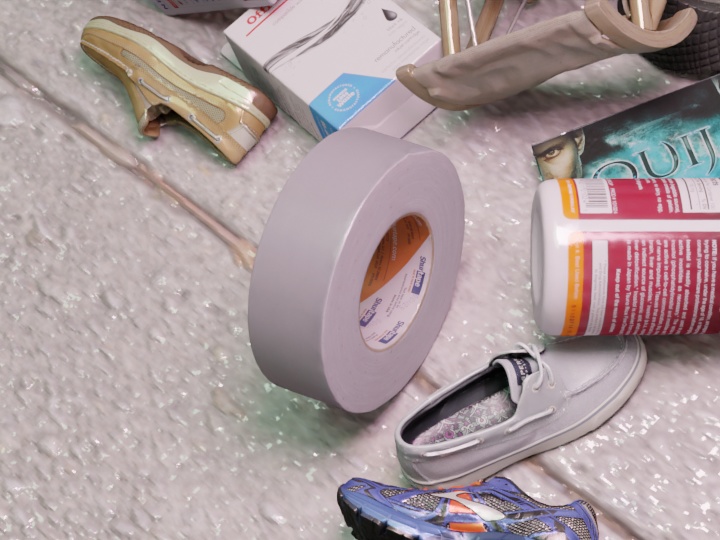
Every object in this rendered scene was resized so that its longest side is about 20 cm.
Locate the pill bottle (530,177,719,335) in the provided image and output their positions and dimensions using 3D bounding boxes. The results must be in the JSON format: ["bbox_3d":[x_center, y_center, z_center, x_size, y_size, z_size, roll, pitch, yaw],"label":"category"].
[{"bbox_3d":[0.225,-0.010,1.563,0.199,0.113,0.113,0,57,-1],"label":"pill bottle"}]

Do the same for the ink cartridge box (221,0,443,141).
[{"bbox_3d":[-0.029,-0.185,1.803,0.116,0.067,0.200,-42,56,-10],"label":"ink cartridge box"}]

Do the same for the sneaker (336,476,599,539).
[{"bbox_3d":[0.078,0.181,1.540,0.199,0.075,0.079,15,55,17],"label":"sneaker"}]

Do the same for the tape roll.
[{"bbox_3d":[0.000,0.000,1.593,0.066,0.200,0.201,19,66,27],"label":"tape roll"}]

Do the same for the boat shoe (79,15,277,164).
[{"bbox_3d":[-0.167,-0.149,1.829,0.200,0.072,0.076,27,82,30],"label":"boat shoe"}]

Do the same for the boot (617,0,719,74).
[{"bbox_3d":[0.311,-0.209,1.712,0.131,0.068,0.200,-35,30,-34],"label":"boot"}]

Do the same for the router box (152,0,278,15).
[{"bbox_3d":[-0.169,-0.298,1.804,0.179,0.200,0.049,6,56,55],"label":"router box"}]

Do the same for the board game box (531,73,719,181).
[{"bbox_3d":[0.243,-0.075,1.666,0.200,0.028,0.136,-21,55,5],"label":"board game box"}]

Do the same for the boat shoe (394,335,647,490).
[{"bbox_3d":[0.115,0.091,1.574,0.200,0.072,0.070,-29,53,-3],"label":"boat shoe"}]

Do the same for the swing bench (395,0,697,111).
[{"bbox_3d":[0.151,-0.227,1.690,0.199,0.130,0.201,-14,59,41],"label":"swing bench"}]
